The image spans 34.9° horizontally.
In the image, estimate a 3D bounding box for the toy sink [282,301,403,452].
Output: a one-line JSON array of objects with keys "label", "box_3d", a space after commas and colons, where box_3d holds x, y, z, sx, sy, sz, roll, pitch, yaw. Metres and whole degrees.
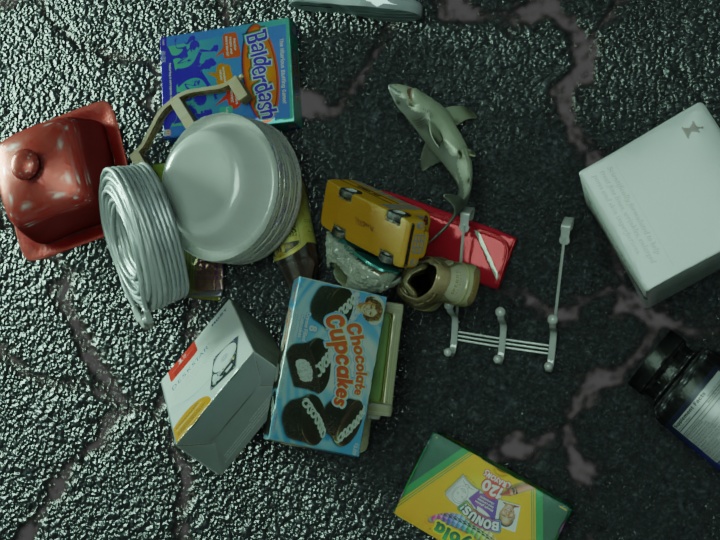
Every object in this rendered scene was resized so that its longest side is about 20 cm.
[{"label": "toy sink", "box_3d": [-0.028, 0.135, 1.481, 0.129, 0.112, 0.201, 10, 84, -14]}]

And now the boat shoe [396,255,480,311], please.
[{"label": "boat shoe", "box_3d": [0.083, 0.011, 1.456, 0.064, 0.200, 0.072, 13, 82, -19]}]

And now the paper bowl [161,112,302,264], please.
[{"label": "paper bowl", "box_3d": [-0.185, -0.111, 1.536, 0.200, 0.104, 0.202, -3, 84, 31]}]

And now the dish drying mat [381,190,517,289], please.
[{"label": "dish drying mat", "box_3d": [0.106, -0.042, 1.543, 0.199, 0.018, 0.077, 21, 92, 16]}]

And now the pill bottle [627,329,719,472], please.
[{"label": "pill bottle", "box_3d": [0.428, 0.167, 1.384, 0.200, 0.112, 0.112, 40, 94, 16]}]

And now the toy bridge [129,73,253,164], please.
[{"label": "toy bridge", "box_3d": [-0.243, -0.214, 1.606, 0.200, 0.027, 0.067, -35, 76, 9]}]

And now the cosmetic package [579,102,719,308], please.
[{"label": "cosmetic package", "box_3d": [0.377, -0.071, 1.383, 0.164, 0.200, 0.166, -30, 76, 9]}]

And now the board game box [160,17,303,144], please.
[{"label": "board game box", "box_3d": [-0.185, -0.268, 1.635, 0.199, 0.045, 0.153, -6, 81, 13]}]

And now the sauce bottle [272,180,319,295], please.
[{"label": "sauce bottle", "box_3d": [-0.091, -0.035, 1.570, 0.066, 0.066, 0.201, -16, 78, 12]}]

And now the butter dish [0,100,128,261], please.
[{"label": "butter dish", "box_3d": [-0.443, -0.137, 1.630, 0.199, 0.148, 0.201, -18, 79, 13]}]

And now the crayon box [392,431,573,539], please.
[{"label": "crayon box", "box_3d": [0.157, 0.305, 1.464, 0.199, 0.058, 0.119, 27, 90, 16]}]

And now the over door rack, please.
[{"label": "over door rack", "box_3d": [0.187, 0.024, 1.474, 0.147, 0.067, 0.201, 8, 96, 15]}]

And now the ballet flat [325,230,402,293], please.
[{"label": "ballet flat", "box_3d": [0.000, 0.000, 1.498, 0.071, 0.200, 0.072, -6, 109, -16]}]

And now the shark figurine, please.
[{"label": "shark figurine", "box_3d": [0.106, -0.142, 1.526, 0.089, 0.128, 0.216, -40, 61, 44]}]

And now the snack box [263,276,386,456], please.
[{"label": "snack box", "box_3d": [-0.042, 0.118, 1.402, 0.115, 0.037, 0.201, 13, 78, -15]}]

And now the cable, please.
[{"label": "cable", "box_3d": [-0.292, -0.046, 1.537, 0.069, 0.201, 0.201, -17, 57, -23]}]

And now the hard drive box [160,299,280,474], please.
[{"label": "hard drive box", "box_3d": [-0.177, 0.148, 1.499, 0.077, 0.200, 0.156, 38, 93, -22]}]

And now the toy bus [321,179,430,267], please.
[{"label": "toy bus", "box_3d": [0.023, -0.063, 1.484, 0.200, 0.078, 0.066, 29, 113, 49]}]

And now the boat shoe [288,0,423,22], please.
[{"label": "boat shoe", "box_3d": [-0.006, -0.392, 1.589, 0.199, 0.074, 0.067, 11, 88, 16]}]

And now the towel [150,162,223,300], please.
[{"label": "towel", "box_3d": [-0.259, -0.056, 1.639, 0.143, 0.023, 0.202, -2, 81, 15]}]
